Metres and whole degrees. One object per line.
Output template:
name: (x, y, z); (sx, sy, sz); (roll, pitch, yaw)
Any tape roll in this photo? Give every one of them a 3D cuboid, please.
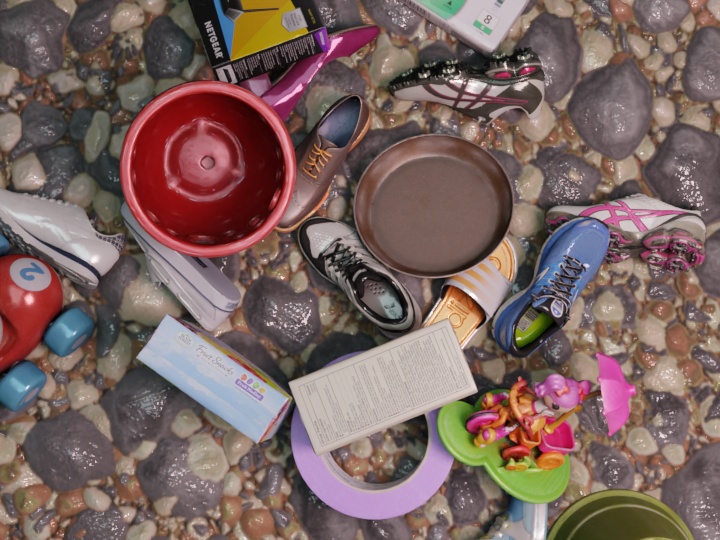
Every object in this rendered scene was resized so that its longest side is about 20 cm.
tape roll: (0.018, 0.197, 1.409); (0.199, 0.066, 0.201); (0, 87, 5)

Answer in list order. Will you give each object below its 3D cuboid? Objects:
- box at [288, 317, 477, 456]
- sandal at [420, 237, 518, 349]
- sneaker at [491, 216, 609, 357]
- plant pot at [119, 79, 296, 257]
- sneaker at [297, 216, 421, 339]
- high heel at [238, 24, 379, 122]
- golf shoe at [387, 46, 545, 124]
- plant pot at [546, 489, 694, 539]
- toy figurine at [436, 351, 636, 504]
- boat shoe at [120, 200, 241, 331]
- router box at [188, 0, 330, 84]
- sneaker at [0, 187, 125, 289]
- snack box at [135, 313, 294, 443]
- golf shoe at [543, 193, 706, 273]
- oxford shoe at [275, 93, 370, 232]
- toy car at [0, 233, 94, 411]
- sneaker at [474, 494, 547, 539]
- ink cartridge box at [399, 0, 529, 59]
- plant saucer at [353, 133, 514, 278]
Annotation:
box: (0.027, 0.133, 1.340); (0.199, 0.078, 0.095); (-21, 85, 3)
sandal: (0.131, 0.044, 1.439); (0.079, 0.059, 0.207); (31, 85, 3)
sneaker: (0.239, 0.027, 1.401); (0.078, 0.089, 0.200); (30, 103, -14)
plant pot: (-0.184, -0.127, 1.380); (0.200, 0.183, 0.201); (-2, 101, -10)
sneaker: (0.000, 0.000, 1.428); (0.200, 0.088, 0.076); (42, 88, 12)
high heel: (-0.058, -0.244, 1.485); (0.199, 0.067, 0.096); (-22, 103, -2)
golf shoe: (0.133, -0.223, 1.464); (0.199, 0.077, 0.088); (-4, 114, 15)
plant pot: (0.321, 0.360, 1.335); (0.199, 0.190, 0.201); (0, 84, 0)
toy figurine: (0.218, 0.156, 1.325); (0.199, 0.184, 0.151); (17, 48, -28)
boat shoe: (-0.237, -0.007, 1.442); (0.200, 0.074, 0.065); (45, 110, 18)
router box: (-0.139, -0.339, 1.459); (0.149, 0.051, 0.200); (-20, 62, -3)
sneaker: (-0.394, -0.058, 1.455); (0.200, 0.076, 0.081); (33, 73, -1)
snack box: (-0.161, 0.127, 1.359); (0.168, 0.200, 0.068); (35, 84, 3)
golf shoe: (0.330, -0.056, 1.455); (0.199, 0.073, 0.092); (10, 52, 6)
oxford shoe: (-0.058, -0.139, 1.455); (0.071, 0.073, 0.200); (31, 84, 3)
toy car: (-0.447, 0.057, 1.365); (0.184, 0.200, 0.177); (42, 91, 4)
sneaker: (0.150, 0.334, 1.395); (0.130, 0.080, 0.201); (12, 82, 0)
ink cartridge box: (0.156, -0.400, 1.501); (0.161, 0.050, 0.200); (33, 86, 4)
plant saucer: (0.091, -0.077, 1.447); (0.199, 0.032, 0.201); (-2, 67, 5)
